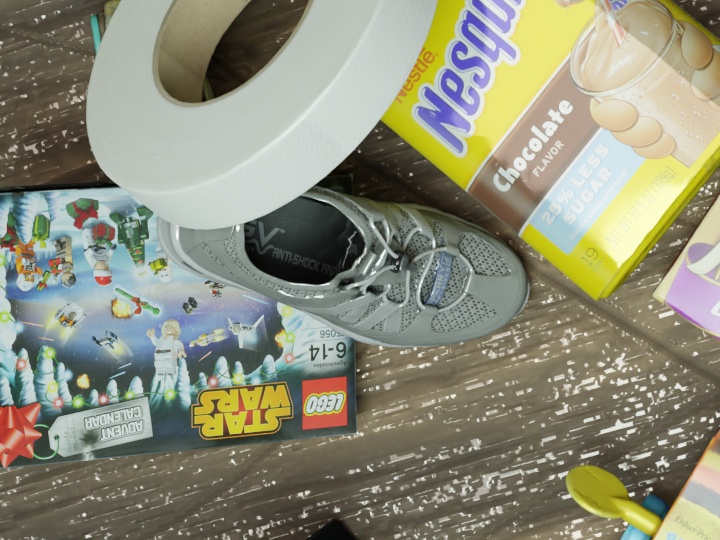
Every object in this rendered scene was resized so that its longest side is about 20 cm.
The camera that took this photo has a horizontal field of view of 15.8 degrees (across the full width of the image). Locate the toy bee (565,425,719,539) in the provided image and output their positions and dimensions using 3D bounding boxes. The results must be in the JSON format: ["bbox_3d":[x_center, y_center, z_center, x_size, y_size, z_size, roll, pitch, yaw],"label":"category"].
[{"bbox_3d":[0.158,0.159,1.289,0.130,0.109,0.201,10,97,12],"label":"toy bee"}]

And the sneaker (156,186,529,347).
[{"bbox_3d":[0.000,0.000,1.294,0.199,0.082,0.075,10,92,-24],"label":"sneaker"}]

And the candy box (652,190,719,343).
[{"bbox_3d":[0.258,0.018,1.279,0.200,0.056,0.117,35,103,8],"label":"candy box"}]

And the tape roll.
[{"bbox_3d":[-0.048,-0.115,1.253,0.202,0.037,0.204,-27,44,30],"label":"tape roll"}]

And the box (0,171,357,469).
[{"bbox_3d":[-0.099,0.022,1.319,0.199,0.040,0.138,-5,98,-24],"label":"box"}]

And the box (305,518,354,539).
[{"bbox_3d":[-0.059,0.248,1.331,0.200,0.148,0.124,-43,85,13],"label":"box"}]

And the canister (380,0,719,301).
[{"bbox_3d":[0.089,-0.100,1.299,0.200,0.087,0.149,40,101,7],"label":"canister"}]

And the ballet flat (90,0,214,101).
[{"bbox_3d":[-0.100,-0.044,1.366,0.070,0.071,0.201,-5,93,15],"label":"ballet flat"}]
